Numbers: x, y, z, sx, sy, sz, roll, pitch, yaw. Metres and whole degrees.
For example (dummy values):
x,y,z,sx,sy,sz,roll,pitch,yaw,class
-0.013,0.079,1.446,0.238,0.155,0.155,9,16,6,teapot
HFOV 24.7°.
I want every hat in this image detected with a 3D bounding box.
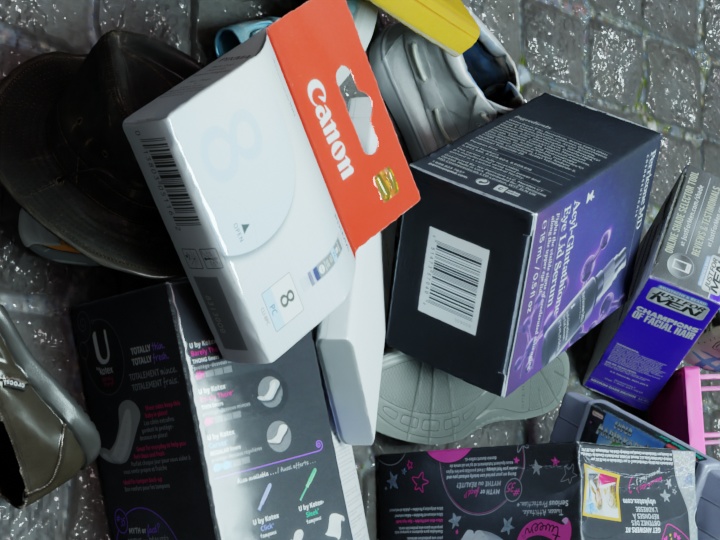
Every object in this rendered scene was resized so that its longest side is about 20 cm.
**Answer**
x,y,z,sx,sy,sz,roll,pitch,yaw,class
-0.134,-0.092,1.006,0.200,0.081,0.201,12,43,-11,hat

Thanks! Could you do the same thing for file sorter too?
x,y,z,sx,sy,sz,roll,pitch,yaw,class
0.316,0.183,1.350,0.125,0.139,0.201,-2,81,-3,file sorter

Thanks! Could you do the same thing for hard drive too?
x,y,z,sx,sy,sz,roll,pitch,yaw,class
0.000,0.000,1.130,0.132,0.027,0.201,78,14,-53,hard drive

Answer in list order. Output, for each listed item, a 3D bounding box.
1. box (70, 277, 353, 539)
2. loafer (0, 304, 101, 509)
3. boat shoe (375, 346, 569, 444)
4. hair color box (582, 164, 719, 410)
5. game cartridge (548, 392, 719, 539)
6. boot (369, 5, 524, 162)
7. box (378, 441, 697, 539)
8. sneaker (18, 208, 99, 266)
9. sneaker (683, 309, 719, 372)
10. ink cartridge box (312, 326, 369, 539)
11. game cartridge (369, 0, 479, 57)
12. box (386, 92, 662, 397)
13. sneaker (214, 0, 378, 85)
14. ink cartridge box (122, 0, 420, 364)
x,y,z,sx,sy,sz,roll,pitch,yaw,class
-0.093,0.105,1.038,0.106,0.122,0.201,-10,89,-41,box
-0.231,0.062,0.954,0.200,0.073,0.071,50,51,-23,loafer
0.068,0.082,1.237,0.201,0.065,0.075,-7,106,-37,boat shoe
0.243,0.018,1.310,0.065,0.200,0.110,21,61,5,hair color box
0.199,0.178,1.213,0.038,0.200,0.130,7,101,-33,game cartridge
0.088,-0.106,1.260,0.074,0.095,0.200,-45,112,-37,boot
0.124,0.186,1.166,0.132,0.200,0.115,9,77,-40,box
-0.124,-0.028,1.071,0.199,0.077,0.078,-7,55,-25,sneaker
0.299,0.036,1.308,0.072,0.200,0.072,23,74,-12,sneaker
-0.028,0.132,1.121,0.095,0.037,0.201,-3,85,-77,ink cartridge box
-0.010,-0.248,1.149,0.200,0.032,0.177,24,31,-57,game cartridge
0.119,-0.024,1.185,0.200,0.104,0.149,-31,136,-48,box
-0.055,-0.156,1.156,0.082,0.074,0.200,49,53,-28,sneaker
-0.034,-0.063,0.992,0.200,0.047,0.161,-39,117,-37,ink cartridge box
